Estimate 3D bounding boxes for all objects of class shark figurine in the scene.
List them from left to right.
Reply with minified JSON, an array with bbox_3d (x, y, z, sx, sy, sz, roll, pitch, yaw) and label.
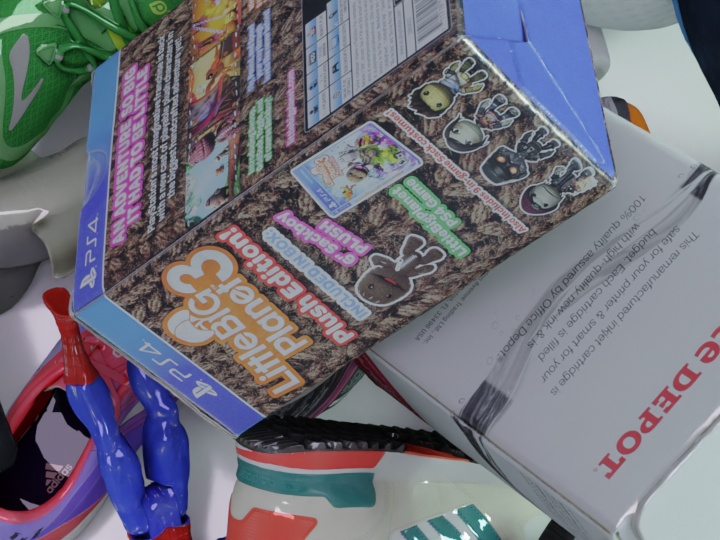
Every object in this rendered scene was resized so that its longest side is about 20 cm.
[{"bbox_3d":[-0.196,-0.016,1.024,0.213,0.090,0.129,-1,45,-7],"label":"shark figurine"}]

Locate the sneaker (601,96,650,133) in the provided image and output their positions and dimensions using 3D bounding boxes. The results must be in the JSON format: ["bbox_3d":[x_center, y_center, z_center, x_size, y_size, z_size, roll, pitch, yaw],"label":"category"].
[{"bbox_3d":[0.158,0.015,1.017,0.111,0.078,0.202,-1,71,-16],"label":"sneaker"}]

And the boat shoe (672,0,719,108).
[{"bbox_3d":[0.205,-0.060,0.985,0.084,0.069,0.200,-45,114,-4],"label":"boat shoe"}]

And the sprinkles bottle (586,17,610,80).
[{"bbox_3d":[0.061,-0.180,1.052,0.068,0.068,0.201,-15,79,-2],"label":"sprinkles bottle"}]

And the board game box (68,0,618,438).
[{"bbox_3d":[-0.011,-0.059,0.883,0.199,0.097,0.160,-33,35,25],"label":"board game box"}]

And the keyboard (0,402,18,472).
[{"bbox_3d":[-0.226,0.007,0.962,0.104,0.040,0.201,-19,92,37],"label":"keyboard"}]

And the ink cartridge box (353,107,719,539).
[{"bbox_3d":[0.097,0.023,0.895,0.145,0.083,0.200,-47,49,-8],"label":"ink cartridge box"}]

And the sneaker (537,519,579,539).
[{"bbox_3d":[0.100,0.195,0.974,0.115,0.076,0.201,22,112,-33],"label":"sneaker"}]

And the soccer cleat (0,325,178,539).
[{"bbox_3d":[-0.111,0.042,1.008,0.068,0.073,0.201,33,81,7],"label":"soccer cleat"}]

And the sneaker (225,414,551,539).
[{"bbox_3d":[0.022,0.120,0.965,0.199,0.070,0.094,10,93,-37],"label":"sneaker"}]

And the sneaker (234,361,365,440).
[{"bbox_3d":[0.000,0.000,1.018,0.200,0.075,0.081,-39,65,-22],"label":"sneaker"}]

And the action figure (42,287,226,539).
[{"bbox_3d":[-0.081,0.106,0.953,0.065,0.099,0.201,-22,117,-27],"label":"action figure"}]

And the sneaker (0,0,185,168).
[{"bbox_3d":[-0.111,-0.124,0.975,0.200,0.074,0.084,-49,52,0],"label":"sneaker"}]

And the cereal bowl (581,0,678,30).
[{"bbox_3d":[0.124,-0.218,1.010,0.199,0.083,0.202,10,68,-26],"label":"cereal bowl"}]
